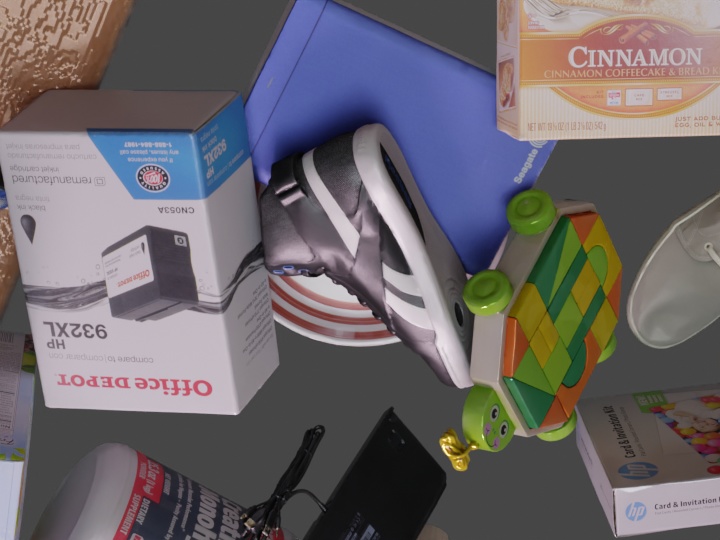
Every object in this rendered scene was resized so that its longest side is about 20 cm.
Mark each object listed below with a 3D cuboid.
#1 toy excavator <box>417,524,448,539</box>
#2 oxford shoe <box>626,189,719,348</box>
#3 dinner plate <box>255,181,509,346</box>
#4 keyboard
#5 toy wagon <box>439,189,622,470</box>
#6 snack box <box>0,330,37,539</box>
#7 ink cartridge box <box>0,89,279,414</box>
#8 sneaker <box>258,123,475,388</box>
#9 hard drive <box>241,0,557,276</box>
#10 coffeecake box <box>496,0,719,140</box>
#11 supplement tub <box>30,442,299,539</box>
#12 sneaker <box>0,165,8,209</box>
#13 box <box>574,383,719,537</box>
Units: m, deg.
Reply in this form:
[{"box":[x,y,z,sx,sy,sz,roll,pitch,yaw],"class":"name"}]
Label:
[{"box":[0.129,0.260,1.750,0.200,0.100,0.195,-15,112,10],"class":"toy excavator"},{"box":[0.262,-0.019,1.664,0.200,0.058,0.075,-42,112,13],"class":"oxford shoe"},{"box":[0.003,-0.044,1.646,0.200,0.024,0.200,-2,112,-6],"class":"dinner plate"},{"box":[-0.020,0.173,1.659,0.021,0.200,0.127,-16,121,46],"class":"keyboard"},{"box":[0.115,0.050,1.616,0.040,0.200,0.155,9,146,33],"class":"toy wagon"},{"box":[-0.256,0.152,1.603,0.068,0.200,0.169,6,111,-8],"class":"snack box"},{"box":[-0.144,-0.012,1.586,0.145,0.084,0.200,1,114,19],"class":"ink cartridge box"},{"box":[0.000,0.000,1.598,0.112,0.073,0.200,-15,117,19],"class":"sneaker"},{"box":[0.021,-0.091,1.603,0.200,0.025,0.132,23,108,-14],"class":"hard drive"},{"box":[0.168,-0.188,1.551,0.153,0.073,0.200,-2,99,-9],"class":"coffeecake box"},{"box":[-0.124,0.220,1.676,0.200,0.140,0.140,29,106,-16],"class":"supplement tub"},{"box":[-0.320,-0.033,1.598,0.200,0.079,0.089,-11,120,8],"class":"sneaker"},{"box":[0.258,0.123,1.667,0.200,0.156,0.041,-7,110,-2],"class":"box"}]
